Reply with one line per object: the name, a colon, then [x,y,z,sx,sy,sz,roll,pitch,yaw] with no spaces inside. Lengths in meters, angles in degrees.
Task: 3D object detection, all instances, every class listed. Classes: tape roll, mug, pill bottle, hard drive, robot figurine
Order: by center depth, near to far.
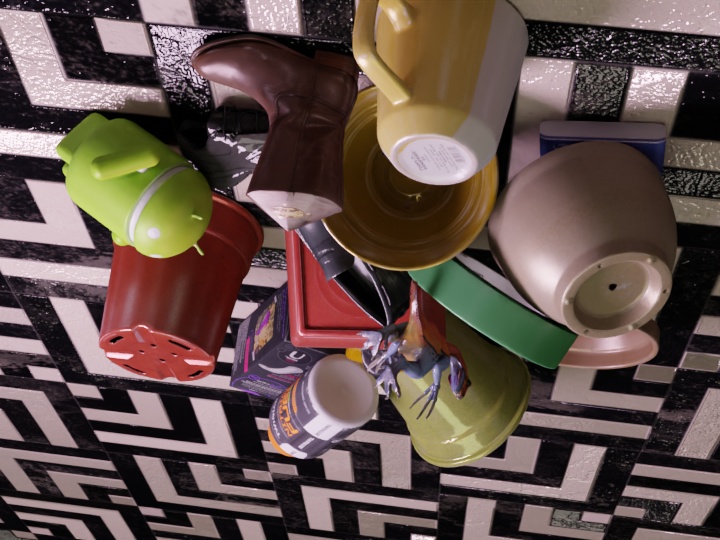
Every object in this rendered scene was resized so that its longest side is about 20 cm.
mug: [0.063,-0.173,1.203,0.186,0.154,0.149,17,151,-13]
tape roll: [0.148,0.034,1.408,0.200,0.048,0.200,31,-171,-5]
hard drive: [0.269,-0.097,1.411,0.131,0.025,0.200,3,151,12]
robot figurine: [-0.252,-0.094,1.434,0.200,0.116,0.176,36,155,16]
pill bottle: [-0.061,0.197,1.738,0.106,0.107,0.200,19,149,-17]

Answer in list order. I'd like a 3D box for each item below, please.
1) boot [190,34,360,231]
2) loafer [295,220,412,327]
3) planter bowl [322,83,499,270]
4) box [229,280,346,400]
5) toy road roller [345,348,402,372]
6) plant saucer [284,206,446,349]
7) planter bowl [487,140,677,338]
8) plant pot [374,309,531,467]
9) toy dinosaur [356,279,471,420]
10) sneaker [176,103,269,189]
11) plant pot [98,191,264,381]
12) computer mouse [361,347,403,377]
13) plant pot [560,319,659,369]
boot: [-0.098,-0.137,1.264,0.186,0.201,0.064,5,151,8]
loafer: [-0.019,-0.019,1.432,0.201,0.070,0.068,45,136,-10]
planter bowl: [0.050,-0.104,1.359,0.200,0.201,0.083,5,-173,7]
box: [-0.091,0.104,1.798,0.122,0.106,0.200,19,149,-22]
toy road roller: [0.044,0.038,1.597,0.122,0.146,0.200,14,151,-9]
plant saucer: [0.000,0.000,1.511,0.199,0.201,0.037,0,-170,16]
planter bowl: [0.247,-0.016,1.318,0.199,0.135,0.201,-7,132,-9]
plant pot: [0.105,0.139,1.743,0.200,0.201,0.184,-15,133,37]
toy dinosaur: [0.084,0.099,1.435,0.181,0.105,0.200,-8,148,-47]
sneaker: [-0.121,-0.146,1.394,0.199,0.076,0.091,-12,140,31]
plant pot: [-0.239,0.025,1.605,0.200,0.196,0.201,7,152,4]
computer mouse: [0.064,0.046,1.539,0.059,0.200,0.034,36,-164,9]
plant pot: [0.279,0.051,1.596,0.200,0.093,0.201,7,158,3]
